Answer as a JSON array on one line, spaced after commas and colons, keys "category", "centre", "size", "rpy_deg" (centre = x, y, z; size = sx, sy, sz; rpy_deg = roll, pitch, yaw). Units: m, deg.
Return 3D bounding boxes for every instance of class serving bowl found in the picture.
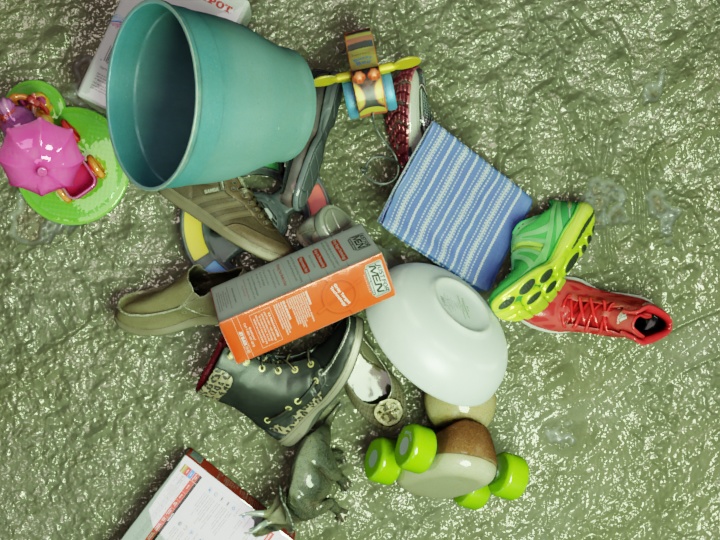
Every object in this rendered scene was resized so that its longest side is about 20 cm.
[{"category": "serving bowl", "centre": [0.103, 0.062, 1.162], "size": [0.199, 0.200, 0.066], "rpy_deg": [38, 122, -2]}]

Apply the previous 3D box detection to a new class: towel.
[{"category": "towel", "centre": [0.125, -0.074, 1.218], "size": [0.199, 0.024, 0.146], "rpy_deg": [31, 86, -33]}]

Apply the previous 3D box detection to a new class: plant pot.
[{"category": "plant pot", "centre": [-0.160, -0.193, 1.100], "size": [0.186, 0.199, 0.203], "rpy_deg": [-5, 90, -42]}]

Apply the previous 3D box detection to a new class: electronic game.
[{"category": "electronic game", "centre": [-0.133, -0.061, 1.241], "size": [0.197, 0.042, 0.203], "rpy_deg": [0, 89, -3]}]

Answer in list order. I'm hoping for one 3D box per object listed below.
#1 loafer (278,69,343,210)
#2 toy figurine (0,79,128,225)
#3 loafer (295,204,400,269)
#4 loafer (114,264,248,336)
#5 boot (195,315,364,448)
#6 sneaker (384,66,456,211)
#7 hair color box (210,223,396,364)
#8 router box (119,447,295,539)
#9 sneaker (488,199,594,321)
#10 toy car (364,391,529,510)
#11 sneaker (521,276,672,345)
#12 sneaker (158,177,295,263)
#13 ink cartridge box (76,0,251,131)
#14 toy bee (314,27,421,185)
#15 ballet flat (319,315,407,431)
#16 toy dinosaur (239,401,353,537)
[{"category": "loafer", "centre": [-0.073, -0.167, 1.216], "size": [0.062, 0.072, 0.202], "rpy_deg": [14, 65, 7]}, {"category": "toy figurine", "centre": [-0.380, -0.156, 1.158], "size": [0.149, 0.184, 0.201], "rpy_deg": [-35, 91, -3]}, {"category": "loafer", "centre": [0.000, 0.000, 1.233], "size": [0.200, 0.062, 0.072], "rpy_deg": [47, 43, -21]}, {"category": "loafer", "centre": [-0.214, 0.031, 1.203], "size": [0.197, 0.076, 0.068], "rpy_deg": [-8, 118, 7]}, {"category": "boot", "centre": [-0.099, 0.113, 1.190], "size": [0.149, 0.073, 0.201], "rpy_deg": [28, 116, -16]}, {"category": "sneaker", "centre": [0.081, -0.159, 1.240], "size": [0.074, 0.080, 0.203], "rpy_deg": [-12, 99, -19]}, {"category": "hair color box", "centre": [-0.068, 0.025, 1.123], "size": [0.198, 0.102, 0.062], "rpy_deg": [-24, 116, -4]}, {"category": "router box", "centre": [-0.211, 0.363, 1.231], "size": [0.179, 0.049, 0.201], "rpy_deg": [39, 88, -2]}, {"category": "sneaker", "centre": [0.221, -0.014, 1.232], "size": [0.083, 0.075, 0.200], "rpy_deg": [23, 59, 38]}, {"category": "toy car", "centre": [0.114, 0.177, 1.220], "size": [0.162, 0.158, 0.203], "rpy_deg": [20, 62, -21]}, {"category": "sneaker", "centre": [0.298, 0.049, 1.225], "size": [0.197, 0.116, 0.080], "rpy_deg": [3, 90, -3]}, {"category": "sneaker", "centre": [-0.153, -0.078, 1.186], "size": [0.199, 0.070, 0.076], "rpy_deg": [32, 91, 4]}, {"category": "ink cartridge box", "centre": [-0.241, -0.271, 1.215], "size": [0.143, 0.084, 0.202], "rpy_deg": [25, 89, -3]}, {"category": "toy bee", "centre": [0.016, -0.225, 1.159], "size": [0.130, 0.109, 0.201], "rpy_deg": [-30, 63, -8]}, {"category": "ballet flat", "centre": [-0.001, 0.117, 1.244], "size": [0.067, 0.046, 0.202], "rpy_deg": [-27, 91, -2]}, {"category": "toy dinosaur", "centre": [-0.056, 0.254, 1.204], "size": [0.076, 0.102, 0.202], "rpy_deg": [14, 70, 40]}]
